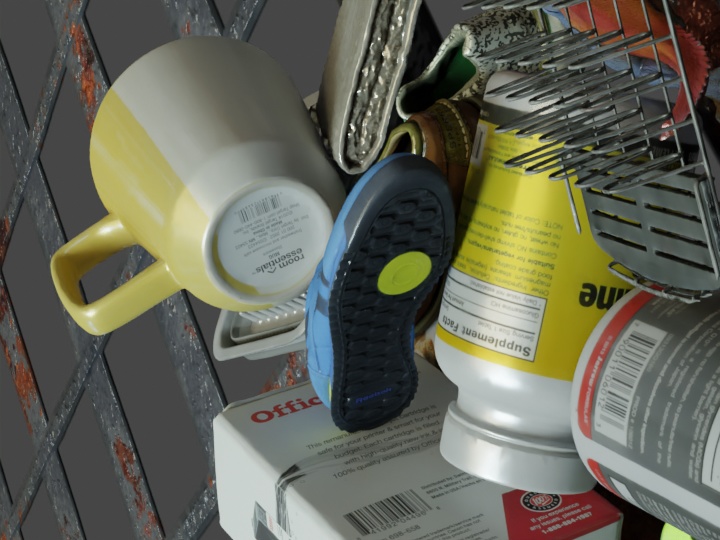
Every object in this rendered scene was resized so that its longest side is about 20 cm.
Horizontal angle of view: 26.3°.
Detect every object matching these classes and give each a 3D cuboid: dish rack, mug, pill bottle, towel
[{"bbox_3d":[0.087,-0.081,0.633,0.153,0.054,0.201,-145,37,-73],"label":"dish rack"},{"bbox_3d":[-0.088,-0.035,0.969,0.187,0.149,0.153,-62,32,15],"label":"mug"},{"bbox_3d":[0.101,0.006,0.790,0.112,0.112,0.201,25,107,56],"label":"pill bottle"},{"bbox_3d":[0.194,0.079,0.680,0.200,0.115,0.117,26,120,56],"label":"pill bottle"},{"bbox_3d":[-0.030,-0.031,1.055,0.171,0.043,0.201,-16,53,60],"label":"dish rack"},{"bbox_3d":[0.013,-0.168,0.938,0.133,0.034,0.201,-111,34,-72],"label":"towel"}]

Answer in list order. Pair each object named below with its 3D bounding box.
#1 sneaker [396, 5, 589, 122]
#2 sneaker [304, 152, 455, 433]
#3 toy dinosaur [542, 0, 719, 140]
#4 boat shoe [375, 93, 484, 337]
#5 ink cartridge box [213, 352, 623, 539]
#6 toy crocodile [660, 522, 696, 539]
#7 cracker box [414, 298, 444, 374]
[{"bbox_3d":[0.050,-0.100,0.912,0.077,0.088,0.200,67,149,22],"label":"sneaker"},{"bbox_3d":[0.000,0.000,0.807,0.201,0.066,0.079,99,153,-50],"label":"sneaker"},{"bbox_3d":[0.113,-0.152,0.735,0.181,0.200,0.106,28,111,18],"label":"toy dinosaur"},{"bbox_3d":[0.021,-0.026,0.892,0.072,0.068,0.201,59,145,31],"label":"boat shoe"},{"bbox_3d":[0.025,0.138,0.858,0.200,0.144,0.084,38,134,49],"label":"ink cartridge box"},{"bbox_3d":[0.218,0.165,0.711,0.200,0.067,0.062,28,122,55],"label":"toy crocodile"},{"bbox_3d":[0.063,0.038,0.964,0.200,0.057,0.135,-51,54,54],"label":"cracker box"}]
